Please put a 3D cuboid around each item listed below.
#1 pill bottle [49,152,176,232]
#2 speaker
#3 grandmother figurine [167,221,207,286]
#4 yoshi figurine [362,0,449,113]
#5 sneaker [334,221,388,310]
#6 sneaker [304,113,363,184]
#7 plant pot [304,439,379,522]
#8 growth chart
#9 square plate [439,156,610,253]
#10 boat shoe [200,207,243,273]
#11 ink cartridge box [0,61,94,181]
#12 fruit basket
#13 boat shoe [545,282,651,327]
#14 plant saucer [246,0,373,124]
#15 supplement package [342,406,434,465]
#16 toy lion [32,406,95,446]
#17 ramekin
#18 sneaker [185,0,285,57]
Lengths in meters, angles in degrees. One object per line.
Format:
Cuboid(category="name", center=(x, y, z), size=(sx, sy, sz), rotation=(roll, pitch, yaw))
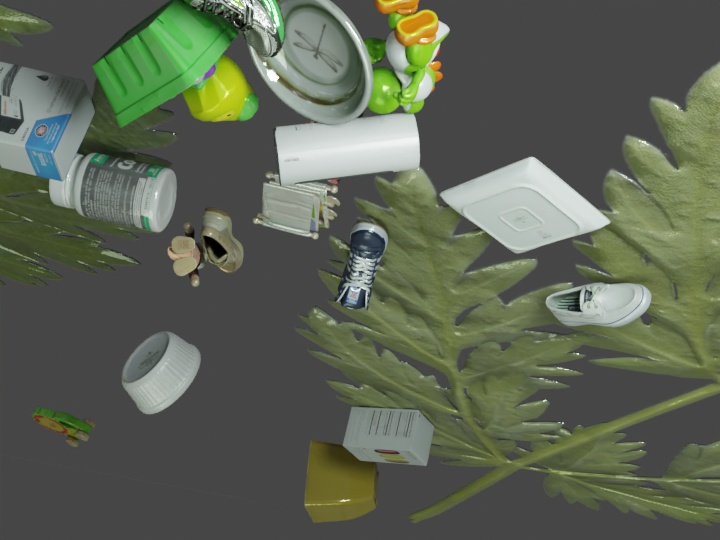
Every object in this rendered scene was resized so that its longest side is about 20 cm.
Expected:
Cuboid(category="pill bottle", center=(-0.430, -0.141, 1.699), size=(0.197, 0.114, 0.114), rotation=(12, 153, 5))
Cuboid(category="speaker", center=(-0.018, -0.168, 1.341), size=(0.197, 0.082, 0.081), rotation=(-8, 153, -6))
Cuboid(category="grandmother figurine", center=(-0.326, -0.031, 1.858), size=(0.060, 0.123, 0.200), rotation=(3, 177, -4))
Cuboid(category="yoshi figurine", center=(0.043, -0.262, 1.246), size=(0.111, 0.113, 0.201), rotation=(19, 156, 12))
Cuboid(category="sneaker", center=(0.000, 0.000, 1.749), size=(0.069, 0.110, 0.201), rotation=(15, 153, -1))
Cuboid(category="sneaker", center=(-0.052, -0.196, 1.446), size=(0.086, 0.075, 0.201), rotation=(18, 153, -4))
Cuboid(category="plant pot", center=(-0.048, 0.629, 2.884), size=(0.197, 0.198, 0.195), rotation=(1, 151, 8))
Cuboid(category="growth chart", center=(-0.111, -0.110, 1.701), size=(0.143, 0.018, 0.200), rotation=(17, 153, -4))
Cuboid(category="square plate", center=(0.256, -0.091, 1.537), size=(0.197, 0.029, 0.199), rotation=(33, 148, -30))
Cuboid(category="boat shoe", center=(-0.269, -0.041, 1.857), size=(0.071, 0.066, 0.201), rotation=(11, 153, 7))
Cuboid(category="ink cartridge box", center=(-0.541, -0.240, 1.532), size=(0.197, 0.147, 0.084), rotation=(13, 153, 4))
Cuboid(category="fruit basket", center=(-0.238, -0.262, 1.357), size=(0.213, 0.156, 0.217), rotation=(20, 142, 16))
Cuboid(category="boat shoe", center=(0.405, 0.059, 1.691), size=(0.066, 0.075, 0.199), rotation=(27, 151, -29))
Cuboid(category="plant saucer", center=(-0.058, -0.287, 1.264), size=(0.198, 0.050, 0.202), rotation=(26, 144, 21))
Cuboid(category="supplement package", center=(0.073, 0.426, 2.515), size=(0.197, 0.111, 0.114), rotation=(-2, 149, 30))
Cuboid(category="toy lion", center=(-1.016, 0.517, 3.310), size=(0.191, 0.069, 0.199), rotation=(34, 148, -19))
Cuboid(category="ramekin", center=(-0.491, 0.238, 2.369), size=(0.201, 0.204, 0.094), rotation=(-12, 130, 41))
Cuboid(category="sneaker", center=(-0.174, -0.335, 1.195), size=(0.200, 0.086, 0.078), rotation=(44, 146, -22))
